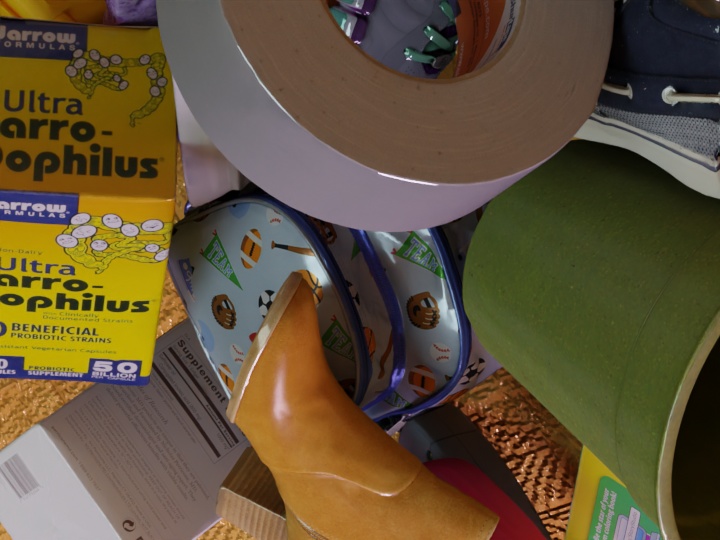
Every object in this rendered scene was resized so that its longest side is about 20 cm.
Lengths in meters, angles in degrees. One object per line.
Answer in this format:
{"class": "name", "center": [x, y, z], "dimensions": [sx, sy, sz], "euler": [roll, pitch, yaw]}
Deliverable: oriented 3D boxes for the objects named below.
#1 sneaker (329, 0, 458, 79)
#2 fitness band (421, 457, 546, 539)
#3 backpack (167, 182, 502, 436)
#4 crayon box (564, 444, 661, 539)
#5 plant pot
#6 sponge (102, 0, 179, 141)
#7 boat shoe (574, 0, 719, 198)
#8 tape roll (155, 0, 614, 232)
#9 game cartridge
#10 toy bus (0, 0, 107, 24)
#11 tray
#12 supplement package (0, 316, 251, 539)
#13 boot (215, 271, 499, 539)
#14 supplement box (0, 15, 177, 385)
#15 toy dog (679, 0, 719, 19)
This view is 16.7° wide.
{"class": "sneaker", "center": [0.039, -0.143, 1.204], "dimensions": [0.087, 0.074, 0.200], "euler": [17, 110, 27]}
{"class": "fitness band", "center": [0.066, 0.186, 1.341], "dimensions": [0.200, 0.037, 0.144], "euler": [-139, 40, -57]}
{"class": "backpack", "center": [0.000, 0.000, 1.335], "dimensions": [0.190, 0.154, 0.200], "euler": [-25, 96, 42]}
{"class": "crayon box", "center": [0.175, 0.140, 1.319], "dimensions": [0.119, 0.058, 0.200], "euler": [32, 138, 27]}
{"class": "plant pot", "center": [0.153, 0.024, 1.172], "dimensions": [0.190, 0.200, 0.200], "euler": [34, 140, 45]}
{"class": "sponge", "center": [-0.082, -0.133, 1.306], "dimensions": [0.200, 0.111, 0.030], "euler": [105, 146, -62]}
{"class": "boat shoe", "center": [0.133, -0.107, 1.146], "dimensions": [0.200, 0.075, 0.093], "euler": [28, 133, 50]}
{"class": "tape roll", "center": [0.013, -0.121, 1.092], "dimensions": [0.200, 0.200, 0.066], "euler": [55, 150, -1]}
{"class": "game cartridge", "center": [0.074, 0.177, 1.417], "dimensions": [0.133, 0.041, 0.200], "euler": [101, 149, -41]}
{"class": "toy bus", "center": [-0.187, -0.120, 1.400], "dimensions": [0.136, 0.192, 0.200], "euler": [42, 143, 13]}
{"class": "tray", "center": [-0.048, -0.098, 1.227], "dimensions": [0.022, 0.107, 0.200], "euler": [39, 164, 12]}
{"class": "supplement package", "center": [-0.114, 0.102, 1.484], "dimensions": [0.110, 0.200, 0.114], "euler": [55, 142, -1]}
{"class": "boot", "center": [0.005, 0.094, 1.243], "dimensions": [0.144, 0.071, 0.201], "euler": [23, 139, 10]}
{"class": "supplement box", "center": [-0.157, -0.032, 1.303], "dimensions": [0.200, 0.109, 0.110], "euler": [105, 165, -58]}
{"class": "toy dog", "center": [0.129, -0.203, 1.039], "dimensions": [0.200, 0.139, 0.194], "euler": [49, 145, 4]}
